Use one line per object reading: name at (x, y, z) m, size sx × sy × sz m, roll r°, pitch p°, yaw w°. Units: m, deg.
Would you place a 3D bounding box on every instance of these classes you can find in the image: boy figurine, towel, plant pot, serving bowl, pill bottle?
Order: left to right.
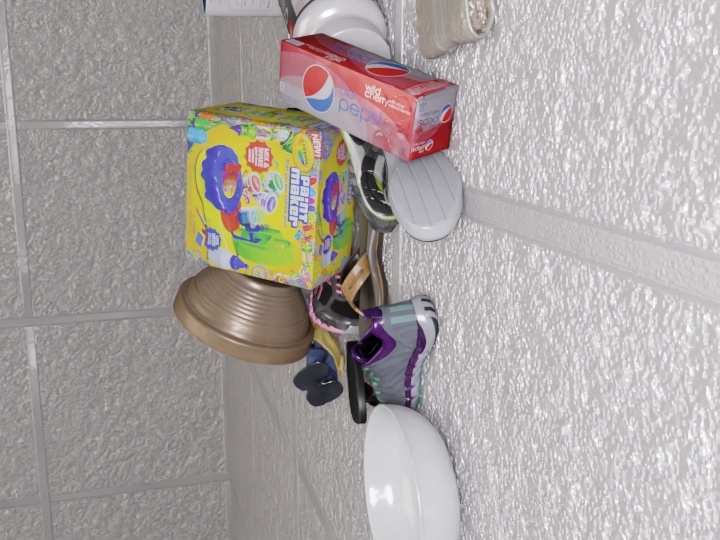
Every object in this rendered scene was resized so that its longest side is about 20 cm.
plant pot at (-0.149, 0.038, 1.136) m, size 0.093 × 0.201 × 0.201 m, roll -66°, pitch 25°, yaw 20°
boy figurine at (-0.069, 0.118, 1.265) m, size 0.124 × 0.064 × 0.200 m, roll 53°, pitch -169°, yaw -25°
pill bottle at (-0.033, -0.305, 0.999) m, size 0.116 × 0.116 × 0.200 m, roll 102°, pitch 158°, yaw -44°
serving bowl at (0.061, 0.241, 0.878) m, size 0.200 × 0.066 × 0.200 m, roll 176°, pitch 90°, yaw -74°
towel at (0.082, -0.301, 0.746) m, size 0.133 × 0.034 × 0.200 m, roll -160°, pitch 67°, yaw -75°

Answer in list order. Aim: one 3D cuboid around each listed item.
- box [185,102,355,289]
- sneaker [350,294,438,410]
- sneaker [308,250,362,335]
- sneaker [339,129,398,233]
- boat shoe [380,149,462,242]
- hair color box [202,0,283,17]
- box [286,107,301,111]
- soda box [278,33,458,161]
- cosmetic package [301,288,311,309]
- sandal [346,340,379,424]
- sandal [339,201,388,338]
box at (-0.114, -0.103, 1.068) m, size 0.122 × 0.192 × 0.200 m, roll -33°, pitch -49°, yaw -61°
sneaker at (0.025, 0.105, 0.935) m, size 0.074 × 0.087 × 0.200 m, roll -110°, pitch 23°, yaw -46°
sneaker at (-0.032, 0.012, 1.170) m, size 0.200 × 0.079 × 0.096 m, roll -116°, pitch 39°, yaw -52°
sneaker at (0.009, -0.132, 0.976) m, size 0.081 × 0.074 × 0.200 m, roll 107°, pitch 157°, yaw -59°
boat shoe at (0.060, -0.080, 0.831) m, size 0.200 × 0.072 × 0.071 m, roll -97°, pitch 4°, yaw -52°
hair color box at (-0.109, -0.396, 1.094) m, size 0.100 × 0.200 × 0.061 m, roll 110°, pitch 151°, yaw -55°
box at (-0.057, -0.178, 1.197) m, size 0.200 × 0.075 × 0.100 m, roll -136°, pitch 44°, yaw -65°
soda box at (0.002, -0.182, 0.840) m, size 0.200 × 0.063 × 0.070 m, roll 32°, pitch 129°, yaw 36°
cosmetic package at (-0.138, -0.027, 1.344) m, size 0.166 × 0.167 × 0.200 m, roll 161°, pitch 104°, yaw -73°
sandal at (0.007, 0.142, 1.105) m, size 0.200 × 0.048 × 0.075 m, roll -102°, pitch 11°, yaw -74°
sandal at (0.000, 0.000, 1.062) m, size 0.082 × 0.054 × 0.200 m, roll -154°, pitch 62°, yaw -72°
